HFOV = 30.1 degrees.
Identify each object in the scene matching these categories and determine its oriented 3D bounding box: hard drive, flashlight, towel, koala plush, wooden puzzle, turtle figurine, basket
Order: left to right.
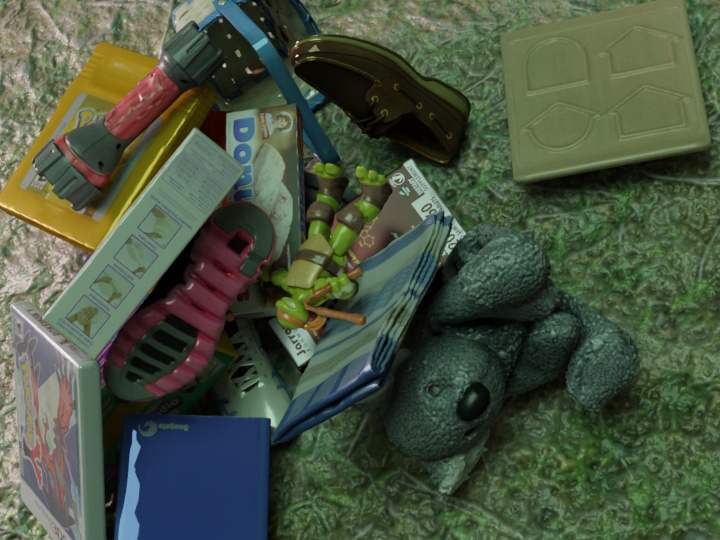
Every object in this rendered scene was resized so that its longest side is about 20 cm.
[{"bbox_3d":[-0.211,-0.145,1.231,0.200,0.068,0.068,-43,50,2],"label":"flashlight"},{"bbox_3d":[-0.145,0.225,1.149,0.131,0.025,0.202,2,68,-5],"label":"hard drive"},{"bbox_3d":[-0.099,-0.208,1.351,0.139,0.177,0.200,-32,46,-2],"label":"basket"},{"bbox_3d":[-0.029,-0.010,1.149,0.199,0.064,0.162,5,64,53],"label":"turtle figurine"},{"bbox_3d":[0.001,0.044,1.103,0.147,0.024,0.201,-34,21,43],"label":"towel"},{"bbox_3d":[0.093,0.081,1.128,0.200,0.177,0.184,-49,20,-4],"label":"koala plush"},{"bbox_3d":[0.234,-0.169,1.291,0.184,0.046,0.201,-10,54,14],"label":"wooden puzzle"}]

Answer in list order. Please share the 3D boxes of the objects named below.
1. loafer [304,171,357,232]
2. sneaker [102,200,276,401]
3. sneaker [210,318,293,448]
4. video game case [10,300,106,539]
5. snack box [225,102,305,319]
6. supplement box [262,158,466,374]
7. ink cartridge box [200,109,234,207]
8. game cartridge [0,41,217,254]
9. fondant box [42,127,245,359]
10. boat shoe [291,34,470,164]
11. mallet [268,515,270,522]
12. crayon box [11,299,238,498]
[{"bbox_3d":[-0.100,-0.072,1.338,0.199,0.072,0.063,14,71,23],"label":"loafer"},{"bbox_3d":[-0.152,0.027,1.158,0.200,0.079,0.095,-52,20,-9],"label":"sneaker"},{"bbox_3d":[-0.121,0.081,1.256,0.072,0.073,0.201,-30,57,-1],"label":"sneaker"},{"bbox_3d":[-0.269,0.147,1.182,0.023,0.202,0.182,-8,20,-31],"label":"video game case"},{"bbox_3d":[-0.088,-0.056,1.241,0.071,0.024,0.202,-7,70,13],"label":"snack box"},{"bbox_3d":[0.000,0.000,1.250,0.199,0.061,0.109,-36,72,-1],"label":"supplement box"},{"bbox_3d":[-0.192,-0.085,1.333,0.199,0.050,0.164,10,95,37],"label":"ink cartridge box"},{"bbox_3d":[-0.247,-0.120,1.297,0.176,0.032,0.201,21,77,37],"label":"game cartridge"},{"bbox_3d":[-0.184,-0.026,1.145,0.058,0.144,0.200,38,87,-9],"label":"fondant box"},{"bbox_3d":[0.021,-0.163,1.283,0.072,0.199,0.068,-26,48,51],"label":"boat shoe"},{"bbox_3d":[-0.177,0.241,1.201,0.199,0.041,0.066,-24,37,1],"label":"mallet"},{"bbox_3d":[-0.227,0.082,1.261,0.200,0.058,0.173,-46,54,17],"label":"crayon box"}]
